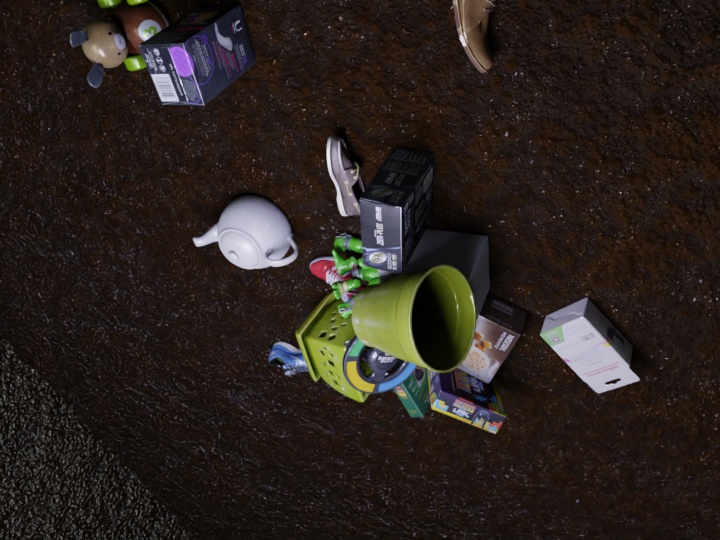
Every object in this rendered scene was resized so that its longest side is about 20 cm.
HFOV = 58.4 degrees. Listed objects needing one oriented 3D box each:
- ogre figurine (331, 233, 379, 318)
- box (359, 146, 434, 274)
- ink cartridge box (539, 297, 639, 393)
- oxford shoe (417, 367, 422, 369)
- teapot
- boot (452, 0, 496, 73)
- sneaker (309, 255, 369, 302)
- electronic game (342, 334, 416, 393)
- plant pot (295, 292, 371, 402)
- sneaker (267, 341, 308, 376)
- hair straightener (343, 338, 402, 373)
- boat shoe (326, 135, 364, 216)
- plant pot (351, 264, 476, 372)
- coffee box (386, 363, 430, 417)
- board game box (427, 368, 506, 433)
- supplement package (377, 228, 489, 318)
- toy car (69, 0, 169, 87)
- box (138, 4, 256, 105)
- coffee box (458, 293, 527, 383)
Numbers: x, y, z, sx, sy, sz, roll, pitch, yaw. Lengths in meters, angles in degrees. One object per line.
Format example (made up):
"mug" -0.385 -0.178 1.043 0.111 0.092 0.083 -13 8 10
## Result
"ogre figurine" 0.000 0.000 1.470 0.119 0.201 0.098 -13 132 14
"box" 0.075 -0.121 1.281 0.086 0.200 0.164 13 134 18
"ink cartridge box" 0.501 0.165 1.392 0.200 0.067 0.117 45 135 -12
"oxford shoe" 0.135 0.195 1.579 0.072 0.071 0.200 16 159 39
"teapot" -0.269 -0.073 1.564 0.197 0.146 0.200 45 135 -14
"boot" 0.192 -0.421 1.044 0.075 0.074 0.201 -11 121 25
"sneaker" -0.049 0.035 1.558 0.199 0.113 0.071 15 134 18
"electronic game" 0.052 0.195 1.463 0.042 0.199 0.201 49 162 55
"plant pot" -0.043 0.181 1.634 0.181 0.199 0.201 11 134 30
"sneaker" -0.180 0.275 1.869 0.199 0.089 0.079 10 134 22
"hair straightener" 0.039 0.191 1.523 0.200 0.077 0.041 27 161 -34
"boat shoe" -0.025 -0.199 1.367 0.059 0.072 0.201 4 134 19
"plant pot" 0.090 0.090 1.266 0.192 0.201 0.201 -1 129 45
"coffee box" 0.125 0.269 1.664 0.044 0.123 0.200 -11 124 37
"board game box" 0.246 0.281 1.528 0.165 0.200 0.057 23 111 -7
"supplement package" 0.162 0.015 1.390 0.199 0.152 0.151 9 133 23
"toy car" -0.496 -0.463 1.302 0.157 0.200 0.165 5 131 26
"box" -0.305 -0.415 1.235 0.106 0.200 0.123 8 132 24
"coffee box" 0.292 0.158 1.497 0.114 0.080 0.200 26 137 7
